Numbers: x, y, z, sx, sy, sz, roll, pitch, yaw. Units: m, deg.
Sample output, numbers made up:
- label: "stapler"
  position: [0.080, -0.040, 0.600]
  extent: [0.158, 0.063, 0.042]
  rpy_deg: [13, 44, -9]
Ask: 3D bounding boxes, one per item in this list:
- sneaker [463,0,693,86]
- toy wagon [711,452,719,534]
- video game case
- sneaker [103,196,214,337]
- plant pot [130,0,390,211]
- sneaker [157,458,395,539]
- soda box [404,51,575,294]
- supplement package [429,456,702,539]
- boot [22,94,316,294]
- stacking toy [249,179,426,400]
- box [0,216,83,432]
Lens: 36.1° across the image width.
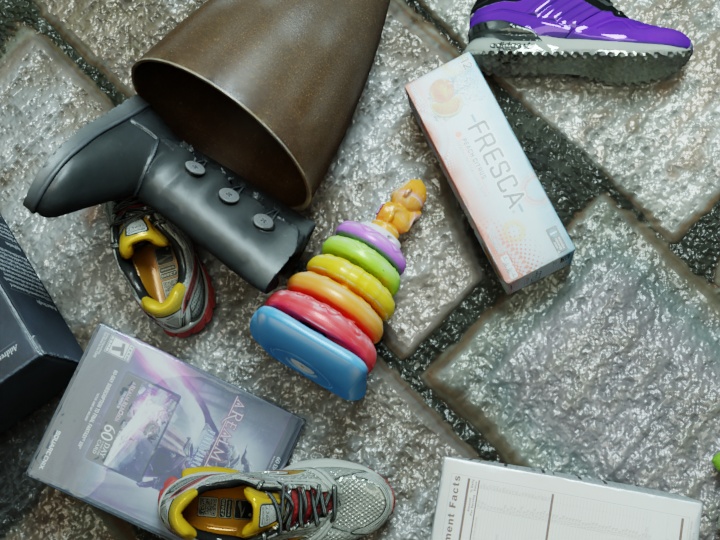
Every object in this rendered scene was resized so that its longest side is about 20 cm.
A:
- label: "sneaker"
  position: [0.193, -0.224, 0.974]
  extent: [0.198, 0.070, 0.100]
  rpy_deg: [5, 79, 9]
- label: "toy wagon"
  position: [0.389, 0.180, 0.890]
  extent: [0.199, 0.040, 0.156]
  rpy_deg: [-33, 78, 2]
- label: "video game case"
  position: [-0.166, 0.152, 0.956]
  extent: [0.199, 0.019, 0.144]
  rpy_deg: [26, 84, -5]
- label: "sneaker"
  position: [-0.186, -0.042, 0.982]
  extent: [0.077, 0.082, 0.201]
  rpy_deg: [-25, 77, 2]
- label: "plant pot"
  position: [-0.065, -0.188, 0.964]
  extent: [0.186, 0.187, 0.201]
  rpy_deg: [31, 71, 12]
- label: "sneaker"
  position: [-0.068, 0.202, 0.918]
  extent: [0.198, 0.082, 0.079]
  rpy_deg: [-3, 88, -10]
- label: "soda box"
  position: [0.112, -0.084, 0.964]
  extent: [0.068, 0.064, 0.201]
  rpy_deg: [-26, 78, 3]
- label: "supplement package"
  position: [0.157, 0.218, 0.880]
  extent: [0.198, 0.110, 0.115]
  rpy_deg: [10, 82, 9]
- label: "boot"
  position: [-0.150, -0.044, 0.911]
  extent: [0.200, 0.066, 0.165]
  rpy_deg: [39, 45, -1]
- label: "stacking toy"
  position: [0.000, 0.000, 0.956]
  extent: [0.109, 0.116, 0.201]
  rpy_deg: [29, 74, 9]
- label: "box"
  position: [-0.383, 0.056, 0.972]
  extent: [0.199, 0.124, 0.197]
  rpy_deg: [-35, 76, 1]
